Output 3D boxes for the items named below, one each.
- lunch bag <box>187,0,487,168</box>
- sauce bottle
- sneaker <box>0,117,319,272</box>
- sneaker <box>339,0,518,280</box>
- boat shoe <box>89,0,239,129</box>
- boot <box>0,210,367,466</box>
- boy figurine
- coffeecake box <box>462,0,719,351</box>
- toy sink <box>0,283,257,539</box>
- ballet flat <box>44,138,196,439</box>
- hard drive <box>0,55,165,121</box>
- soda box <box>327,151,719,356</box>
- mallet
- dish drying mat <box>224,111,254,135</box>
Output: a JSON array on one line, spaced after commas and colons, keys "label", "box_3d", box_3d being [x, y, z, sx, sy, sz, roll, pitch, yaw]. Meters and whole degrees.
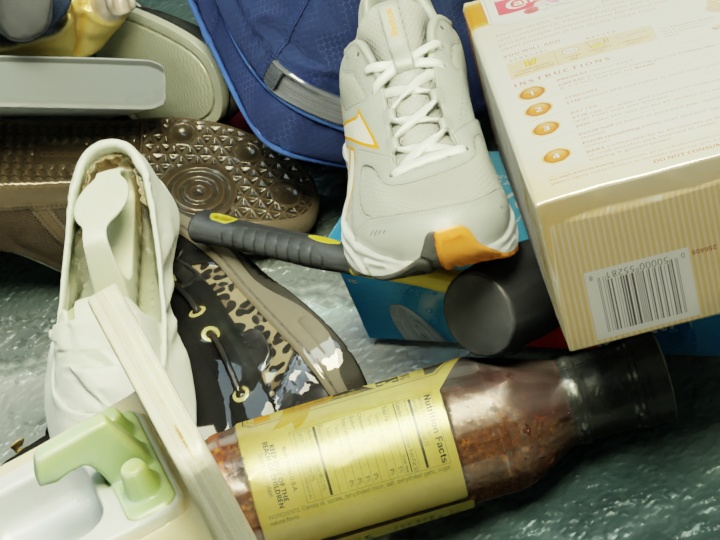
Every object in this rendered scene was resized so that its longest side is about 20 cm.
[{"label": "lunch bag", "box_3d": [-0.009, -0.142, 1.372, 0.135, 0.133, 0.200, 11, 34, -30]}, {"label": "sauce bottle", "box_3d": [0.034, 0.073, 1.166, 0.199, 0.066, 0.066, -15, 35, -4]}, {"label": "sneaker", "box_3d": [-0.118, -0.032, 1.397, 0.199, 0.076, 0.071, 8, 50, 6]}, {"label": "sneaker", "box_3d": [0.019, -0.064, 1.185, 0.075, 0.092, 0.200, -11, 24, -3]}, {"label": "boat shoe", "box_3d": [-0.106, -0.115, 1.470, 0.067, 0.072, 0.200, -20, 16, -24]}, {"label": "boot", "box_3d": [-0.101, 0.057, 1.267, 0.150, 0.073, 0.200, -37, 42, -17]}, {"label": "boy figurine", "box_3d": [-0.175, -0.135, 1.409, 0.124, 0.065, 0.200, -5, 2, 2]}, {"label": "coffeecake box", "box_3d": [0.136, -0.062, 1.152, 0.153, 0.073, 0.200, -15, 29, 1]}, {"label": "toy sink", "box_3d": [-0.088, 0.131, 1.049, 0.112, 0.200, 0.130, -28, 36, -6]}, {"label": "ballet flat", "box_3d": [-0.111, 0.019, 1.207, 0.069, 0.070, 0.200, -16, 43, 12]}, {"label": "hard drive", "box_3d": [-0.194, -0.090, 1.424, 0.131, 0.026, 0.200, 0, -1, -22]}, {"label": "soda box", "box_3d": [0.090, -0.009, 1.239, 0.199, 0.064, 0.068, 2, 43, 33]}, {"label": "mallet", "box_3d": [0.000, 0.000, 1.204, 0.199, 0.041, 0.066, 9, 22, 28]}, {"label": "dish drying mat", "box_3d": [-0.021, -0.126, 1.498, 0.077, 0.018, 0.200, 4, 43, 35]}]
